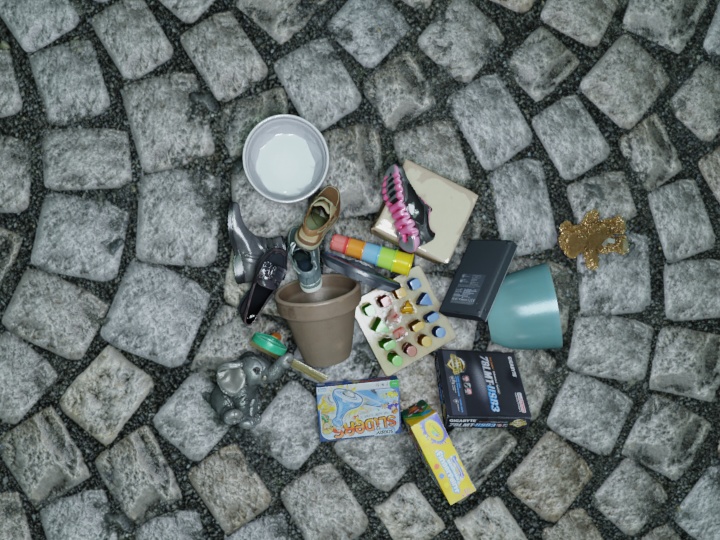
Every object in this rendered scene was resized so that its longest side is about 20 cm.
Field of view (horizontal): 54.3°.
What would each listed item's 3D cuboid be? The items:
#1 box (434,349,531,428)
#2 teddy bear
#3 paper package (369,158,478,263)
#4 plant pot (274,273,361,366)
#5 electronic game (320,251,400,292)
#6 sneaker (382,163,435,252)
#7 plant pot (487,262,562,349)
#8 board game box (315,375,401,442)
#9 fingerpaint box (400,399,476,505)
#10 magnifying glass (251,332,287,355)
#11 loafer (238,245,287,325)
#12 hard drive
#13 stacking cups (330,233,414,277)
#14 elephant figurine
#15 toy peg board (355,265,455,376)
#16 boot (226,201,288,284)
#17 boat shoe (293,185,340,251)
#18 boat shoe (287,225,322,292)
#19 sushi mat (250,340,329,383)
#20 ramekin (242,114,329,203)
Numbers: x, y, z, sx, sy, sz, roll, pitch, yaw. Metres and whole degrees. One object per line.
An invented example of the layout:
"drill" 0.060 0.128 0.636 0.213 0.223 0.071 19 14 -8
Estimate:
"box" 0.283 0.276 1.648 0.196 0.201 0.050 2 133 -4
"teddy bear" 0.578 -0.080 1.741 0.199 0.067 0.146 -25 102 -12
"paper package" 0.148 -0.136 1.671 0.199 0.103 0.192 26 87 -4
"plant pot" -0.088 0.121 1.615 0.198 0.200 0.176 -9 107 -6
"electronic game" 0.000 0.000 1.605 0.198 0.200 0.042 23 93 -5
"sneaker" 0.115 -0.146 1.590 0.095 0.079 0.202 -17 92 -28
"plant pot" 0.376 0.095 1.653 0.159 0.201 0.203 -11 91 10
"board game box" -0.004 0.330 1.678 0.198 0.034 0.137 -5 99 -6
"fingerpaint box" 0.176 0.419 1.639 0.073 0.167 0.201 -27 93 -5
"magnifying glass" -0.199 0.159 1.583 0.079 0.200 0.023 27 88 -1
"loafer" -0.220 0.040 1.618 0.071 0.063 0.201 21 112 -23
"hard drive" 0.275 0.019 1.647 0.033 0.139 0.201 36 72 -32
"stacking cups" 0.025 -0.037 1.667 0.198 0.061 0.061 15 88 5
"elephant figurine" -0.259 0.245 1.606 0.154 0.142 0.202 14 103 -20
"toy peg board" 0.107 0.122 1.668 0.198 0.098 0.201 -28 93 -5
"boot" -0.242 -0.071 1.653 0.130 0.070 0.202 -9 103 -9
"boat shoe" -0.088 -0.130 1.614 0.075 0.074 0.201 24 48 -4
"boat shoe" -0.130 -0.041 1.609 0.072 0.062 0.201 -16 48 -2
"sushi mat" -0.168 0.210 1.641 0.199 0.096 0.012 29 73 -5
"ramekin" -0.173 -0.254 1.637 0.198 0.105 0.203 0 90 -6
